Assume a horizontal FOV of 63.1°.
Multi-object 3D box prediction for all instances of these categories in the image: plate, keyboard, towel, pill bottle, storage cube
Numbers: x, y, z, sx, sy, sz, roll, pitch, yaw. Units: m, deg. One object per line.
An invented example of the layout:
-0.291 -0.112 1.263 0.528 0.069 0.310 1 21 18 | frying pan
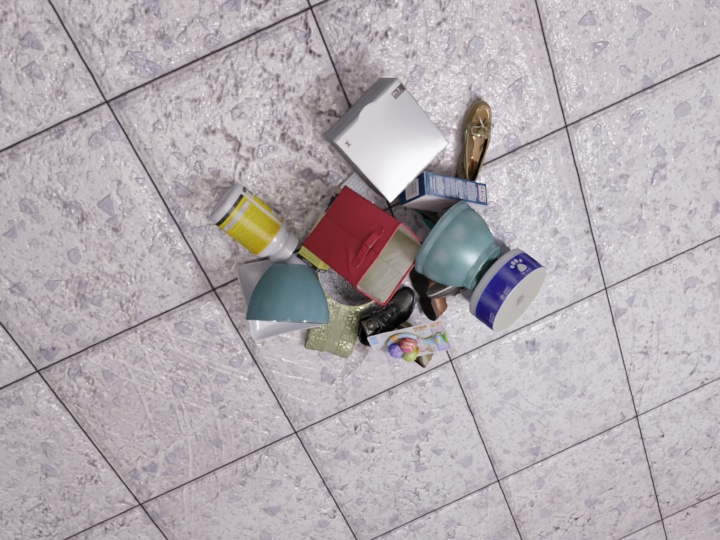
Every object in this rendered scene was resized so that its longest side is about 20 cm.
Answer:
-0.200 0.062 1.503 0.197 0.032 0.202 -13 102 -5 | plate
-0.009 -0.213 1.456 0.200 0.011 0.056 -45 112 9 | keyboard
-0.063 0.136 1.571 0.147 0.037 0.202 15 108 -15 | towel
-0.249 -0.105 1.398 0.200 0.113 0.113 39 100 -21 | pill bottle
0.011 -0.053 1.336 0.172 0.179 0.200 -54 152 1 | storage cube

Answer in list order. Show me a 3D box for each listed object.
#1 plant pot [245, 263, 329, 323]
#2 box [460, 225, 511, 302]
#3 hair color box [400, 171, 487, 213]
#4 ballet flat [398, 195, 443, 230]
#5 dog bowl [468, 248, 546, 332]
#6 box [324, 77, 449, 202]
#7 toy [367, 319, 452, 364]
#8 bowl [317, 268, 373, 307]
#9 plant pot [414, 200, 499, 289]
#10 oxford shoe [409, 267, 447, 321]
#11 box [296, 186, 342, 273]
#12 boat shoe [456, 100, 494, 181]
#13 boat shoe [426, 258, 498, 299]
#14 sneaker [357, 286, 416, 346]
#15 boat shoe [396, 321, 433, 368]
-0.170 0.056 1.404 0.198 0.200 0.136 4 83 -12 | plant pot
0.312 -0.015 1.547 0.200 0.097 0.177 41 99 -22 | box
0.202 -0.183 1.421 0.198 0.100 0.061 5 78 -33 | hair color box
0.173 -0.154 1.485 0.200 0.067 0.064 41 90 -23 | ballet flat
0.360 0.050 1.433 0.199 0.079 0.201 -34 147 -26 | dog bowl
0.058 -0.304 1.357 0.199 0.131 0.200 -44 112 3 | box
0.129 0.198 1.501 0.198 0.047 0.116 -17 128 10 | toy
0.000 0.000 1.478 0.199 0.094 0.203 -4 76 17 | bowl
0.239 -0.041 1.372 0.134 0.200 0.201 38 104 19 | plant pot
0.185 0.032 1.570 0.071 0.071 0.202 -32 117 -27 | oxford shoe
-0.072 -0.097 1.432 0.075 0.050 0.201 34 99 22 | box
0.287 -0.312 1.442 0.072 0.063 0.202 2 111 -11 | boat shoe
0.263 0.029 1.471 0.199 0.067 0.057 -30 110 2 | boat shoe
0.066 0.124 1.545 0.199 0.114 0.076 -45 73 10 | sneaker
0.157 0.186 1.600 0.076 0.072 0.201 -44 143 -12 | boat shoe
